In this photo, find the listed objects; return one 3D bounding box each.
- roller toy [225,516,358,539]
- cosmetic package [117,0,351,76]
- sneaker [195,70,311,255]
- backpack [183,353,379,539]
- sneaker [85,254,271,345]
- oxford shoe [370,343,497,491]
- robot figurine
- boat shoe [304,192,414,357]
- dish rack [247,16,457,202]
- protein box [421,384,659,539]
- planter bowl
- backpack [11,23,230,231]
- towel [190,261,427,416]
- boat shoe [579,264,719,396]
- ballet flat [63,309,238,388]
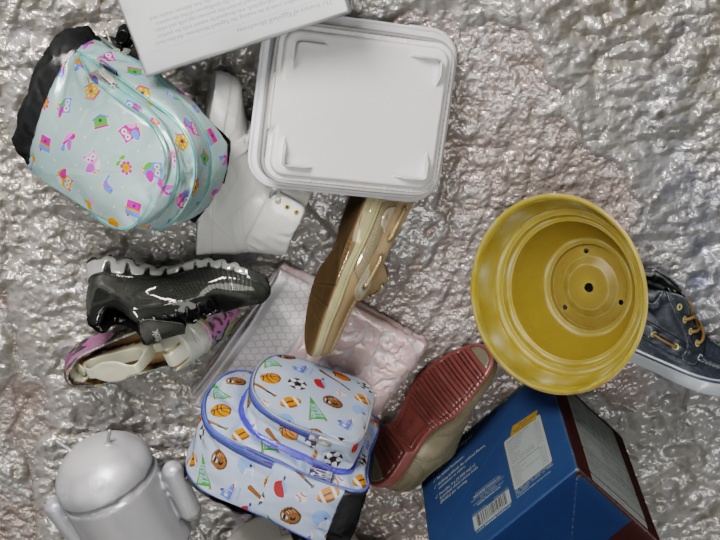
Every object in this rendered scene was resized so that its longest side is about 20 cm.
[{"bbox_3d":[-0.074,0.365,1.638,0.200,0.140,0.182,-42,121,13],"label":"roller toy"},{"bbox_3d":[-0.131,-0.310,1.317,0.198,0.123,0.201,-16,114,5],"label":"cosmetic package"},{"bbox_3d":[-0.103,-0.104,1.452,0.114,0.074,0.201,3,125,-6],"label":"sneaker"},{"bbox_3d":[-0.079,0.178,1.494,0.189,0.200,0.155,13,108,2],"label":"backpack"},{"bbox_3d":[-0.190,0.036,1.484,0.198,0.091,0.067,2,152,9],"label":"sneaker"},{"bbox_3d":[0.086,0.161,1.598,0.075,0.071,0.200,26,114,-42],"label":"oxford shoe"},{"bbox_3d":[-0.259,0.258,1.593,0.168,0.113,0.201,-18,116,11],"label":"robot figurine"},{"bbox_3d":[0.000,0.000,1.487,0.064,0.071,0.201,19,100,-20],"label":"boat shoe"},{"bbox_3d":[-0.002,-0.154,1.404,0.198,0.044,0.173,5,102,-17],"label":"dish rack"},{"bbox_3d":[0.183,0.251,1.558,0.198,0.200,0.135,-42,110,17],"label":"protein box"},{"bbox_3d":[0.217,0.021,1.490,0.199,0.083,0.202,5,98,36],"label":"planter bowl"},{"bbox_3d":[-0.225,-0.118,1.373,0.199,0.126,0.168,35,119,18],"label":"backpack"},{"bbox_3d":[-0.056,0.110,1.576,0.190,0.032,0.201,29,112,-15],"label":"towel"},{"bbox_3d":[0.337,0.063,1.543,0.199,0.071,0.091,19,118,-9],"label":"boat shoe"},{"bbox_3d":[-0.220,0.083,1.533,0.198,0.071,0.070,-19,114,7],"label":"ballet flat"}]
